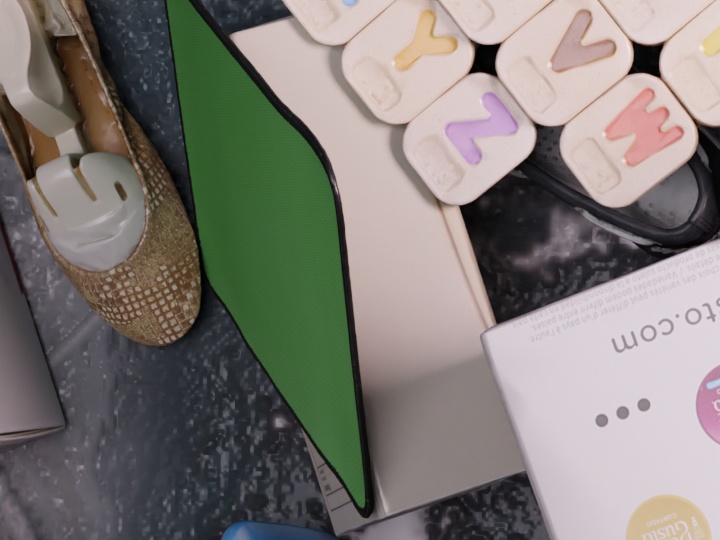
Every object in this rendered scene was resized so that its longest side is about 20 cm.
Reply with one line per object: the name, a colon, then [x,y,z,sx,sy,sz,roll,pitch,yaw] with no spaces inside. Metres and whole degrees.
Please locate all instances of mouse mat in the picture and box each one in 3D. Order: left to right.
mouse mat: [-0.038,-0.015,1.007,0.007,0.200,0.162,-17,125,-17]

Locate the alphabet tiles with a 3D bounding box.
alphabet tiles: [0.072,-0.128,0.972,0.195,0.015,0.200,-38,88,11]

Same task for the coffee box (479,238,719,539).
coffee box: [0.190,0.078,0.932,0.199,0.200,0.199,-21,84,17]

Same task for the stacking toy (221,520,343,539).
stacking toy: [-0.101,0.171,1.090,0.199,0.110,0.117,-6,76,29]

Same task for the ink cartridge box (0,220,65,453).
ink cartridge box: [-0.254,0.038,1.143,0.199,0.083,0.147,-21,83,17]

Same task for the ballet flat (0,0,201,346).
ballet flat: [-0.132,-0.058,1.111,0.070,0.065,0.201,-29,81,17]

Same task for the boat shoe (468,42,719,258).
boat shoe: [0.073,-0.079,1.045,0.199,0.060,0.076,34,100,16]

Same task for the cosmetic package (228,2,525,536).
cosmetic package: [0.000,0.000,1.039,0.073,0.104,0.201,-17,85,-14]
